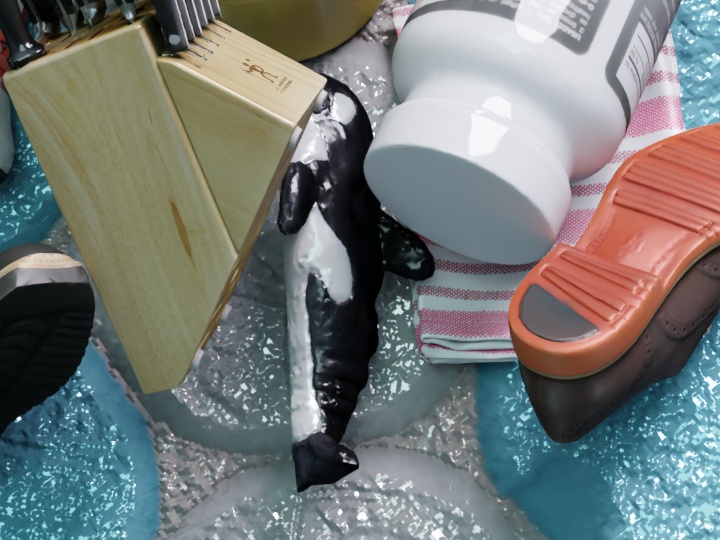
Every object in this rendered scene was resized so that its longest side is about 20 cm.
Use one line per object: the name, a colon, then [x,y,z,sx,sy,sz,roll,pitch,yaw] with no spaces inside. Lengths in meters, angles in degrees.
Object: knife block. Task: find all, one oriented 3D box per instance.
knife block: [-0.113,-0.071,0.768,0.174,0.064,0.201,26,116,1]

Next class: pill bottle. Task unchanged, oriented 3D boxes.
pill bottle: [0.082,-0.113,0.836,0.115,0.116,0.201,20,67,16]

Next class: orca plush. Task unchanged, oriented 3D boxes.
orca plush: [0.000,0.000,0.837,0.070,0.106,0.202,-3,59,3]

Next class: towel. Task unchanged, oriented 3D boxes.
towel: [0.092,-0.055,0.888,0.145,0.030,0.202,-6,68,6]

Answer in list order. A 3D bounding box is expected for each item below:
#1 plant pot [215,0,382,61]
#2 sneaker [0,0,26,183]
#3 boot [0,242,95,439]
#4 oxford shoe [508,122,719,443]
plant pot: [-0.057,-0.201,0.883,0.198,0.189,0.203,-3,68,7]
sneaker: [-0.198,-0.148,0.952,0.107,0.067,0.203,-28,64,0]
boot: [-0.197,0.008,0.835,0.077,0.200,0.139,5,56,-38]
oxford shoe: [0.138,-0.001,0.818,0.071,0.073,0.199,28,53,37]
